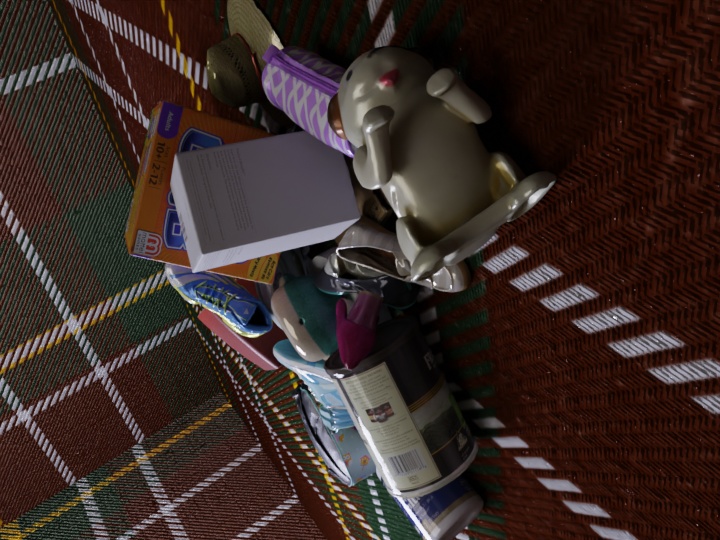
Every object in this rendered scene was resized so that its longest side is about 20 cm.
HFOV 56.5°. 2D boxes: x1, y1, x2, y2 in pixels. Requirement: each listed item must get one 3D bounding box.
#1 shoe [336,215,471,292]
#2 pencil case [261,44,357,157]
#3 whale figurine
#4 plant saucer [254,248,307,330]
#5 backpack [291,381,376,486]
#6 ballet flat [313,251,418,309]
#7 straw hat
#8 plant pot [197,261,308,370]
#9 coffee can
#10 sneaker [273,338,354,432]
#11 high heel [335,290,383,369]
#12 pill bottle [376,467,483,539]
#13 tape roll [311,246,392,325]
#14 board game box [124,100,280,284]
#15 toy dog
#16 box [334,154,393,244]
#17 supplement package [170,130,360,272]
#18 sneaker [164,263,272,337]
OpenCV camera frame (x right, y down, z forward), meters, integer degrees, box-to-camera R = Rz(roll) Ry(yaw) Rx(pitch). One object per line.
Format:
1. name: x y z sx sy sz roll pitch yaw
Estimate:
1. shoe: 0.047 -0.011 0.805 0.199 0.053 0.071 24 144 44
2. pencil case: -0.035 -0.189 0.744 0.085 0.084 0.199 32 -176 -46
3. whale figurine: -0.069 0.067 1.072 0.160 0.103 0.200 58 -176 3
4. plant saucer: -0.141 0.020 1.161 0.200 0.049 0.203 -12 -90 -77
5. backpack: -0.023 0.284 1.233 0.176 0.151 0.202 125 124 -69
6. ballet flat: 0.000 0.000 0.921 0.199 0.073 0.074 12 130 48
7. straw hat: -0.174 -0.281 0.951 0.201 0.084 0.202 48 155 30
8. plant pot: -0.181 0.085 1.314 0.177 0.199 0.200 51 160 -5
9. coffee can: 0.056 0.186 0.930 0.202 0.145 0.146 63 159 -8
10. sneaker: -0.068 0.198 1.121 0.198 0.079 0.133 18 117 32
11. high heel: -0.015 0.088 0.900 0.067 0.097 0.200 22 167 1
12. pill bottle: 0.094 0.328 1.076 0.200 0.110 0.112 48 156 30
13. tape roll: -0.013 0.059 1.085 0.203 0.037 0.204 49 157 29
14. board game box: -0.219 -0.113 0.973 0.199 0.197 0.203 -154 78 -67
15. toy dog: 0.058 -0.112 0.598 0.201 0.139 0.194 57 -170 7
16. box: -0.028 -0.111 0.916 0.165 0.021 0.200 58 159 8
17. supplement package: -0.120 -0.086 0.824 0.120 0.197 0.123 150 105 -68
18. sneaker: -0.213 0.037 1.065 0.199 0.076 0.104 38 161 -27
